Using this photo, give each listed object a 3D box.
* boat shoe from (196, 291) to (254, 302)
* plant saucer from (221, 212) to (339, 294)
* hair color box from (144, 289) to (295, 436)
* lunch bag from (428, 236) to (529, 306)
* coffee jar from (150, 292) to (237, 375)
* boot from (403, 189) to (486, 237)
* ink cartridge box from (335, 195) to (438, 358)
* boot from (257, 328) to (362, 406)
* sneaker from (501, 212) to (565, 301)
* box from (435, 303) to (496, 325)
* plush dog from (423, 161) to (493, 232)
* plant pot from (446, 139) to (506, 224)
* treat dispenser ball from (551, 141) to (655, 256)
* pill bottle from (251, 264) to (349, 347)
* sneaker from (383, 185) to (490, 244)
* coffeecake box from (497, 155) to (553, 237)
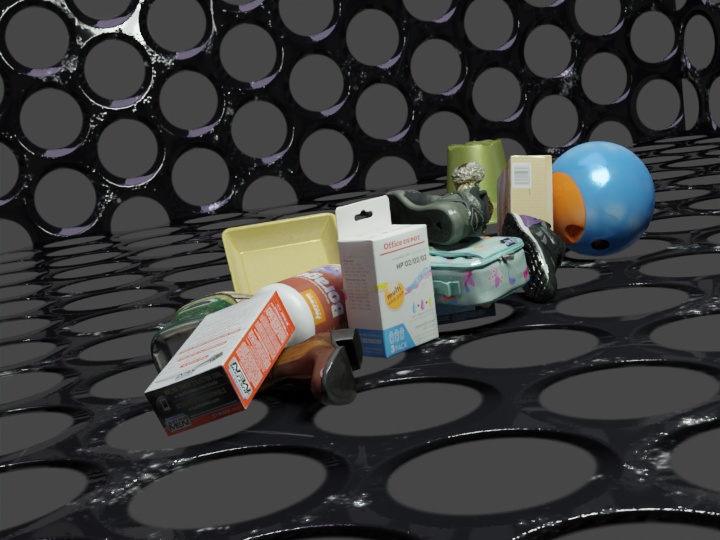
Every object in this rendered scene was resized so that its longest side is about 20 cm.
[{"bbox_3d":[-0.180,0.069,1.679,0.198,0.072,0.065,-7,9,-4],"label":"boat shoe"},{"bbox_3d":[-0.115,0.007,1.809,0.198,0.049,0.201,-10,53,-12],"label":"plant saucer"},{"bbox_3d":[-0.160,0.105,1.294,0.110,0.064,0.200,-21,16,22],"label":"hair color box"},{"bbox_3d":[0.134,-0.001,1.579,0.199,0.078,0.160,0,12,41],"label":"lunch bag"},{"bbox_3d":[-0.220,0.092,1.528,0.103,0.086,0.200,-18,9,6],"label":"coffee jar"},{"bbox_3d":[0.164,-0.055,1.814,0.199,0.066,0.165,21,13,-46],"label":"boot"},{"bbox_3d":[0.036,0.005,1.484,0.067,0.202,0.115,1,13,43],"label":"ink cartridge box"},{"bbox_3d":[-0.105,0.126,1.314,0.198,0.069,0.189,-12,20,9],"label":"boot"},{"bbox_3d":[0.290,-0.026,1.715,0.087,0.076,0.201,4,36,-14],"label":"sneaker"},{"bbox_3d":[0.113,0.045,1.683,0.135,0.038,0.200,-10,10,-10],"label":"box"},{"bbox_3d":[0.204,-0.105,2.293,0.199,0.161,0.172,-34,17,18],"label":"plush dog"},{"bbox_3d":[0.279,-0.212,2.607,0.198,0.186,0.200,-7,10,1],"label":"plant pot"},{"bbox_3d":[0.419,-0.126,1.940,0.199,0.203,0.201,-7,10,1],"label":"treat dispenser ball"},{"bbox_3d":[-0.084,0.065,1.503,0.111,0.113,0.199,-1,12,36],"label":"pill bottle"},{"bbox_3d":[0.118,-0.084,1.635,0.113,0.077,0.199,-13,13,-32],"label":"sneaker"},{"bbox_3d":[0.284,-0.104,1.910,0.072,0.155,0.200,0,-6,1],"label":"coffeecake box"}]
